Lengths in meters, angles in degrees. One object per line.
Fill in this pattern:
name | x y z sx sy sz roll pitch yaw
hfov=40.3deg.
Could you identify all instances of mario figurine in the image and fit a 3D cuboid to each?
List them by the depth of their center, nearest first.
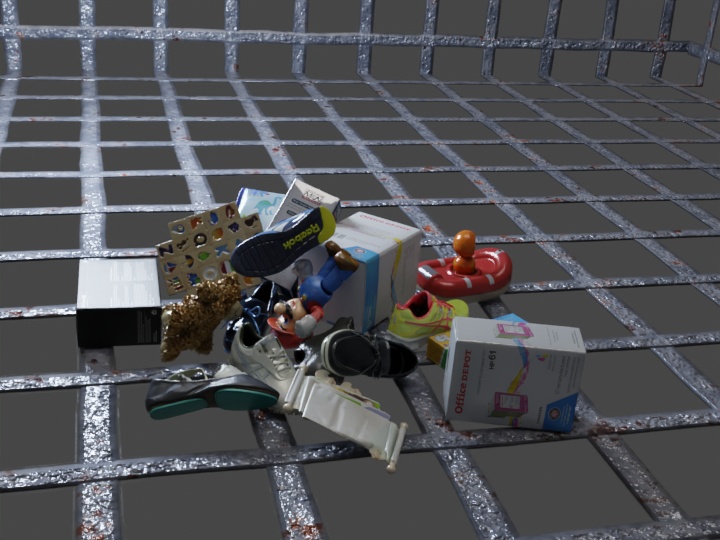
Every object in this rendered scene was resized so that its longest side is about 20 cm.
mario figurine | -0.095 0.042 1.659 0.106 0.201 0.123 36 6 4

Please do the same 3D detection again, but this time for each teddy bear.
teddy bear | -0.253 0.077 1.587 0.066 0.147 0.200 18 12 23

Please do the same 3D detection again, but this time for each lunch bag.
lunch bag | -0.174 -0.047 1.925 0.168 0.128 0.201 7 50 6

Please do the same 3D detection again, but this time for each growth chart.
growth chart | -0.019 0.209 1.434 0.199 0.018 0.145 28 25 6

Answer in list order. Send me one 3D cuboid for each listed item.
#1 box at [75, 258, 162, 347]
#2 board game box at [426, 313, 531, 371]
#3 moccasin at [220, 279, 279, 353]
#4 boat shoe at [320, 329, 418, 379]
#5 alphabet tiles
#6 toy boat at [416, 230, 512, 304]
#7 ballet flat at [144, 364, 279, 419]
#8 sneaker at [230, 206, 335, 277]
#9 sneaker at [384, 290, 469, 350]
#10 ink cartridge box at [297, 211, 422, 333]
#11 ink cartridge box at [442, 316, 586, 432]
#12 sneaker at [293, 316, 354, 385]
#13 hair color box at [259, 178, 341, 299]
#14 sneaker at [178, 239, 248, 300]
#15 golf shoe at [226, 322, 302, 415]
box | -0.421 0.053 1.711 0.140 0.080 0.200 1 24 -15
board game box | 0.235 0.141 1.674 0.198 0.041 0.153 -13 29 -34
moccasin | -0.195 0.076 1.707 0.080 0.069 0.200 7 25 6
boat shoe | 0.016 0.134 1.542 0.062 0.075 0.199 -6 -15 42
alphabet tiles | -0.267 -0.031 1.793 0.198 0.168 0.006 -18 -17 -4
toy boat | 0.204 -0.015 1.908 0.198 0.132 0.130 -9 27 -27
ballet flat | -0.220 0.174 1.456 0.198 0.074 0.073 -6 25 -5
sneaker | -0.138 -0.044 1.688 0.199 0.075 0.082 -26 12 -26
sneaker | 0.127 0.076 1.740 0.078 0.091 0.199 22 28 38
ink cartridge box | 0.000 0.000 1.818 0.146 0.148 0.200 18 28 29
ink cartridge box | 0.231 0.159 1.502 0.198 0.146 0.085 6 25 2
sneaker | -0.059 0.129 1.614 0.090 0.077 0.200 3 21 12
hair color box | -0.123 -0.059 1.836 0.099 0.201 0.061 25 -16 11
sneaker | -0.282 -0.003 1.822 0.199 0.110 0.070 24 31 38
golf shoe | -0.138 0.151 1.516 0.199 0.098 0.078 27 30 38
